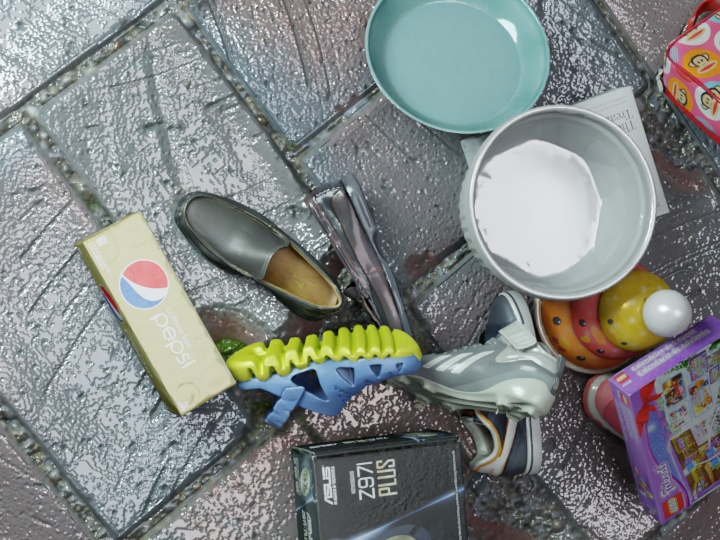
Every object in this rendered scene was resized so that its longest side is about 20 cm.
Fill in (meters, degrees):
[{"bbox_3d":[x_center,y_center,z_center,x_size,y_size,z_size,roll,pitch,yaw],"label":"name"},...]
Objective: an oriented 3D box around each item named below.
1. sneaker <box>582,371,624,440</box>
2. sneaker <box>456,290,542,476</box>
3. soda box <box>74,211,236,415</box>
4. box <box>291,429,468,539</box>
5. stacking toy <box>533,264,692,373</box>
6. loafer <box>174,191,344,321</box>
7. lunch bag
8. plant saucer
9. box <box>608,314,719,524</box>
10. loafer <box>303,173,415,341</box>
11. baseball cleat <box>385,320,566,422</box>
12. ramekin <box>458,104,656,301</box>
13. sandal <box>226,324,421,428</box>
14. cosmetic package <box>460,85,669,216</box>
[{"bbox_3d":[0.339,0.188,1.675,0.200,0.087,0.074,35,79,-15],"label":"sneaker"},{"bbox_3d":[0.147,0.123,1.616,0.079,0.078,0.200,-4,87,-15],"label":"sneaker"},{"bbox_3d":[-0.206,0.044,1.504,0.068,0.064,0.200,-31,98,-17],"label":"soda box"},{"bbox_3d":[0.023,0.275,1.566,0.164,0.086,0.200,-4,90,-18],"label":"box"},{"bbox_3d":[0.286,0.040,1.600,0.146,0.200,0.146,1,88,-19],"label":"stacking toy"},{"bbox_3d":[-0.098,-0.019,1.537,0.200,0.072,0.073,31,80,-15],"label":"loafer"},{"bbox_3d":[0.441,-0.242,1.698,0.200,0.082,0.176,-32,60,-17],"label":"lunch bag"},{"bbox_3d":[0.101,-0.228,1.602,0.200,0.036,0.200,3,69,-7],"label":"plant saucer"},{"bbox_3d":[0.347,0.161,1.602,0.137,0.039,0.200,-30,126,-14],"label":"box"},{"bbox_3d":[0.000,0.000,1.580,0.063,0.072,0.200,-20,92,-2],"label":"loafer"},{"bbox_3d":[0.123,0.100,1.567,0.070,0.200,0.107,51,57,-48],"label":"baseball cleat"},{"bbox_3d":[0.197,-0.067,1.564,0.200,0.105,0.200,0,88,-9],"label":"ramekin"},{"bbox_3d":[-0.033,0.109,1.538,0.200,0.079,0.087,-9,104,13],"label":"sandal"},{"bbox_3d":[0.228,-0.103,1.663,0.200,0.052,0.151,-20,97,-17],"label":"cosmetic package"}]
